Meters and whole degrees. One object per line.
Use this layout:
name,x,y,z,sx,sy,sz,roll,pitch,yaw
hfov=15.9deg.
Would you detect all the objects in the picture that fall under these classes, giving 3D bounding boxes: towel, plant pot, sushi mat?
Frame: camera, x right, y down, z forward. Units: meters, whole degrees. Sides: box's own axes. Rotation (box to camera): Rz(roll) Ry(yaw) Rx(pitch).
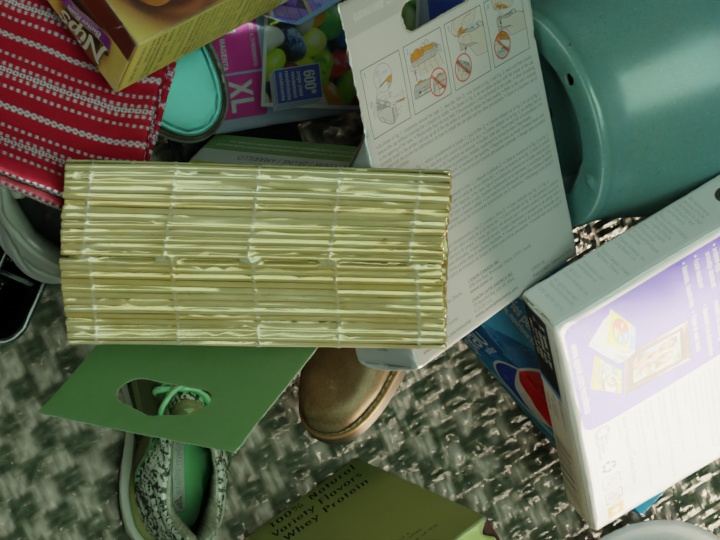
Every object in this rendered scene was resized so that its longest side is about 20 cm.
towel,-0.162,-0.126,1.346,0.144,0.022,0.201,22,54,-14
plant pot,0.172,-0.116,1.488,0.187,0.200,0.201,-24,103,-26
sushi mat,-0.052,-0.007,1.305,0.199,0.012,0.096,1,108,-5

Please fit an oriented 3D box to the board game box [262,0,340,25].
board game box,-0.027,-0.237,1.454,0.200,0.039,0.158,-33,80,-25

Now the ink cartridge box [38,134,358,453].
ink cartridge box,-0.073,0.006,1.392,0.200,0.145,0.048,-49,132,-37

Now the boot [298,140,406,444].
boot,0.000,0.000,1.502,0.075,0.073,0.201,34,72,-56

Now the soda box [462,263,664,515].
soda box,0.122,0.053,1.572,0.068,0.064,0.200,-45,108,-12

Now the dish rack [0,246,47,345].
dish rack,-0.253,-0.064,1.419,0.199,0.055,0.154,25,85,-21

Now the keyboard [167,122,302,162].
keyboard,-0.072,-0.145,1.501,0.127,0.021,0.201,-21,103,-17

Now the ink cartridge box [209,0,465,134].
ink cartridge box,-0.006,-0.152,1.494,0.199,0.042,0.120,-11,99,-22

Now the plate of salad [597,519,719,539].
plate of salad,0.175,0.254,1.621,0.199,0.048,0.201,-4,98,-31

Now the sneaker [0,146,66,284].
sneaker,-0.188,-0.078,1.361,0.078,0.099,0.200,-41,106,-11

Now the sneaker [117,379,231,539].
sneaker,-0.101,0.072,1.473,0.077,0.089,0.201,-10,98,-20

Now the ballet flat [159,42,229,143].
ballet flat,-0.150,-0.152,1.441,0.067,0.064,0.200,-46,101,-5

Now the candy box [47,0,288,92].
candy box,-0.078,-0.192,1.364,0.200,0.056,0.117,-32,78,-30

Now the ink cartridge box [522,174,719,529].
ink cartridge box,0.197,0.036,1.484,0.199,0.043,0.199,-28,139,-11

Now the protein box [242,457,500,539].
protein box,-0.011,0.230,1.463,0.198,0.200,0.135,-35,106,-14

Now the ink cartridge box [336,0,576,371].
ink cartridge box,0.040,-0.069,1.376,0.161,0.050,0.201,-33,116,-45
